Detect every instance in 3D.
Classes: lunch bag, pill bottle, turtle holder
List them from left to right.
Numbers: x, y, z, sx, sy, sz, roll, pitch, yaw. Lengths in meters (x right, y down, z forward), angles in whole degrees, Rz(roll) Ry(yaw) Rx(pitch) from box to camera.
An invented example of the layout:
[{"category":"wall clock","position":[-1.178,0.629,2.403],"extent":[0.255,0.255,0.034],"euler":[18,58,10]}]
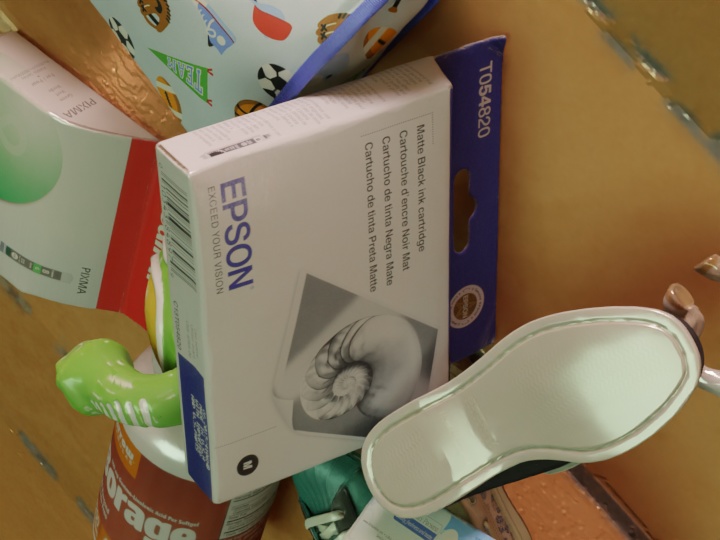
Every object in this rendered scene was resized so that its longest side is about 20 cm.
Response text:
[{"category":"pill bottle","position":[-0.101,0.111,1.134],"extent":[0.112,0.112,0.200],"euler":[35,136,18]},{"category":"turtle holder","position":[-0.062,0.031,1.000],"extent":[0.141,0.186,0.132],"euler":[39,179,-41]},{"category":"lunch bag","position":[-0.043,-0.172,0.881],"extent":[0.170,0.124,0.200],"euler":[50,146,4]}]

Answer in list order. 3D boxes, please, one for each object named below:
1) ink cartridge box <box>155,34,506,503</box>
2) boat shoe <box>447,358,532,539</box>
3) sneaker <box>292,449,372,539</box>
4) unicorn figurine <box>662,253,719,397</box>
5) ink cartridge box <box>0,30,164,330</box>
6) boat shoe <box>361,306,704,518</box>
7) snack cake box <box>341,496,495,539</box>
[{"category":"ink cartridge box","position":[0.000,0.000,0.902],"extent":[0.041,0.199,0.200],"euler":[40,142,45]},{"category":"boat shoe","position":[0.051,0.145,1.058],"extent":[0.073,0.063,0.201],"euler":[4,121,39]},{"category":"sneaker","position":[0.007,0.195,1.118],"extent":[0.071,0.080,0.200],"euler":[-24,100,49]},{"category":"unicorn figurine","position":[0.209,0.046,0.841],"extent":[0.138,0.074,0.200],"euler":[57,141,1]},{"category":"ink cartridge box","position":[-0.176,-0.035,1.150],"extent":[0.200,0.050,0.161],"euler":[38,137,18]},{"category":"boat shoe","position":[0.089,0.067,0.883],"extent":[0.200,0.060,0.074],"euler":[-33,80,36]},{"category":"snack cake box","position":[0.086,0.203,0.976],"extent":[0.200,0.067,0.115],"euler":[43,170,-34]}]
